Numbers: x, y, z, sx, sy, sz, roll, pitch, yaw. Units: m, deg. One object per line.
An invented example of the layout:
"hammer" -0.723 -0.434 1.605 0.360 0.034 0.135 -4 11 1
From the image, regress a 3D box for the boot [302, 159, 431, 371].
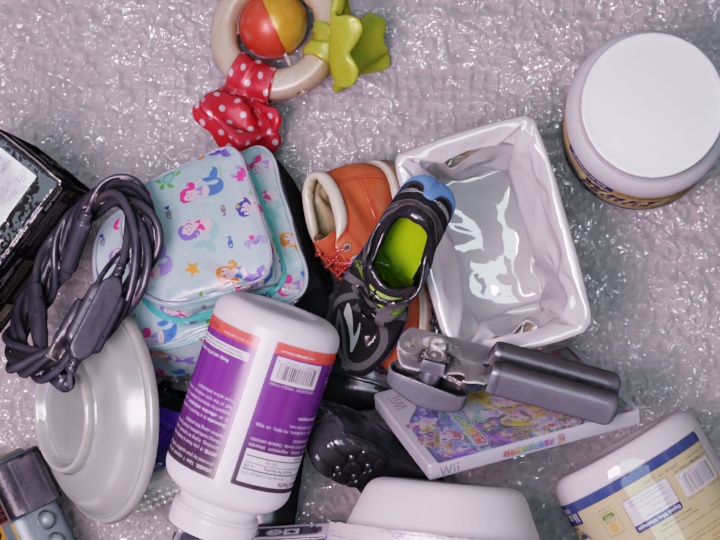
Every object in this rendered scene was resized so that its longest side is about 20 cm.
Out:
"boot" 0.000 0.000 1.730 0.075 0.107 0.202 -19 80 41

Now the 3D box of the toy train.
"toy train" -0.306 0.257 1.737 0.114 0.085 0.201 -30 84 46

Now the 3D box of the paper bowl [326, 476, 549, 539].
"paper bowl" 0.069 0.232 1.613 0.198 0.201 0.106 4 85 5

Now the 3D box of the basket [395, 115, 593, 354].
"basket" 0.122 -0.023 1.720 0.134 0.123 0.202 -16 85 4

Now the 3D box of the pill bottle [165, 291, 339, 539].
"pill bottle" -0.097 0.127 1.611 0.111 0.112 0.202 19 96 5

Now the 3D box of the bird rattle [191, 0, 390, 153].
"bird rattle" -0.076 -0.204 1.779 0.199 0.113 0.164 -28 73 15

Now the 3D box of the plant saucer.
"plant saucer" -0.247 0.125 1.688 0.050 0.199 0.202 0 86 -36

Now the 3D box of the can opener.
"can opener" 0.123 0.099 1.640 0.198 0.054 0.067 15 127 1

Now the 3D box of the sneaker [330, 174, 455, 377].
"sneaker" 0.018 0.009 1.640 0.070 0.083 0.201 29 121 5

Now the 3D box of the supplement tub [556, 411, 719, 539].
"supplement tub" 0.277 0.242 1.674 0.144 0.144 0.201 -30 85 2

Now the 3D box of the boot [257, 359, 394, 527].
"boot" -0.058 0.179 1.749 0.163 0.066 0.202 11 83 16

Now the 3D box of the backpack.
"backpack" -0.145 -0.005 1.727 0.198 0.151 0.179 -23 62 11

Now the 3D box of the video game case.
"video game case" 0.128 0.122 1.680 0.198 0.143 0.018 -13 116 -15

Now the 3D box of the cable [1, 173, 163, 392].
"cable" -0.243 0.008 1.666 0.051 0.163 0.202 30 79 -31

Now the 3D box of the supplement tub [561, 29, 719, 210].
"supplement tub" 0.251 -0.132 1.677 0.143 0.200 0.146 0 87 5

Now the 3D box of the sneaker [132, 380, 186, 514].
"sneaker" -0.186 0.157 1.753 0.199 0.069 0.100 -23 61 28

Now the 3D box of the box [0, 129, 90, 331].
"box" -0.345 -0.020 1.737 0.086 0.164 0.201 37 91 6

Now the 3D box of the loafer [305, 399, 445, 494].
"loafer" 0.018 0.171 1.700 0.068 0.200 0.071 -35 49 17

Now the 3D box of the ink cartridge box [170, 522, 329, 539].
"ink cartridge box" -0.065 0.327 1.726 0.198 0.043 0.200 -4 106 3
